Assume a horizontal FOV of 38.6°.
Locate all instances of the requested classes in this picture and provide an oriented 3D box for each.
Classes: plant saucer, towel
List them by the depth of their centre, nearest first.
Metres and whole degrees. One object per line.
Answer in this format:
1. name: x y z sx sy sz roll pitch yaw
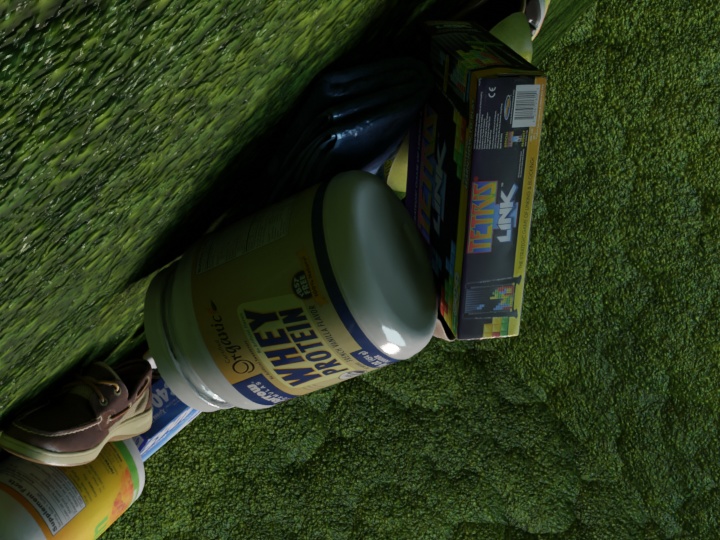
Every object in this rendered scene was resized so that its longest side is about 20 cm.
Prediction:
1. towel: -0.019 -0.091 0.825 0.110 0.049 0.200 -22 165 -31
2. plant saucer: 0.099 -0.145 0.951 0.200 0.031 0.200 -48 170 -11

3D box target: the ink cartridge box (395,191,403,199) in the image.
1. ink cartridge box: -0.005 -0.035 1.346 0.200 0.148 0.076 -45 178 -12

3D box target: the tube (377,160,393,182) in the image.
1. tube: 0.035 -0.133 1.138 0.049 0.079 0.201 2 -145 27

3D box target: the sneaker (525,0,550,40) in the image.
1. sneaker: 0.157 -0.259 1.167 0.091 0.078 0.200 -52 -175 -40

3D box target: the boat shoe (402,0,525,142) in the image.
1. boat shoe: 0.090 -0.207 0.990 0.201 0.074 0.067 -50 173 -23

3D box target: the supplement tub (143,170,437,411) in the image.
1. supplement tub: -0.055 0.023 0.795 0.197 0.147 0.144 -22 -172 25

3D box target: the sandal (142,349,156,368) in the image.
1. sandal: -0.143 0.031 1.048 0.205 0.060 0.079 -27 173 -41

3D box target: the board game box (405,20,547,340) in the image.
1. board game box: 0.082 -0.075 0.799 0.166 0.055 0.204 -119 -152 -62

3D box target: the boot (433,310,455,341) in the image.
1. boot: 0.059 0.044 1.223 0.070 0.145 0.202 -47 143 -21

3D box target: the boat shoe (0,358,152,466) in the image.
1. boat shoe: -0.234 0.112 0.880 0.200 0.071 0.073 -7 113 -71

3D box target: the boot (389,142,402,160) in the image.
1. boot: 0.051 -0.137 1.053 0.074 0.096 0.200 -45 177 37

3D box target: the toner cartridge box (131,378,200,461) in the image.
1. toner cartridge box: -0.199 0.142 1.086 0.095 0.043 0.200 -48 176 33

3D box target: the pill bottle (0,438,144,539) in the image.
1. pill bottle: -0.296 0.220 0.925 0.111 0.111 0.200 -45 178 39

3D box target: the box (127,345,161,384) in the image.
1. box: -0.236 0.127 1.196 0.161 0.049 0.200 -44 176 -46

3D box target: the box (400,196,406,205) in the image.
1. box: 0.000 0.000 1.058 0.192 0.048 0.201 -34 -167 42
